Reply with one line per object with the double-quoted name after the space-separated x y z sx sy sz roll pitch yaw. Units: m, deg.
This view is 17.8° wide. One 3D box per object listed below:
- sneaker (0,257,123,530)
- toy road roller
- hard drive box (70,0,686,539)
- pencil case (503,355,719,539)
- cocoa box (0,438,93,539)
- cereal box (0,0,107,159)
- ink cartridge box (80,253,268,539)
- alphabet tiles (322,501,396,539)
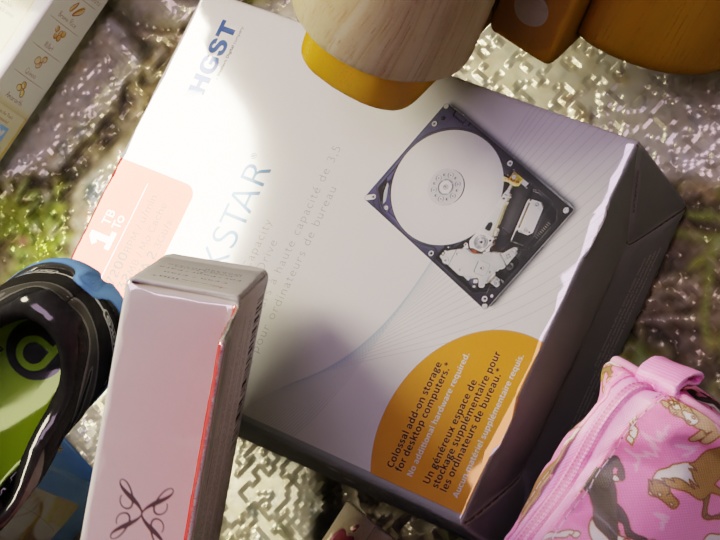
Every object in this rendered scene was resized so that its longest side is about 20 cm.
-0.156 0.077 0.792 0.071 0.083 0.200 39 94 3 "sneaker"
0.082 -0.128 0.844 0.146 0.200 0.123 33 132 12 "toy road roller"
0.000 0.000 0.893 0.200 0.077 0.156 21 81 27 "hard drive box"
0.070 0.125 0.813 0.083 0.087 0.200 37 90 12 "pencil case"
-0.227 0.108 0.920 0.200 0.133 0.131 -48 63 2 "cocoa box"
-0.188 -0.126 1.034 0.144 0.040 0.200 33 87 30 "cereal box"
-0.074 0.102 0.769 0.045 0.176 0.201 10 96 1 "ink cartridge box"
-0.042 0.180 0.830 0.200 0.006 0.166 -57 21 -2 "alphabet tiles"
